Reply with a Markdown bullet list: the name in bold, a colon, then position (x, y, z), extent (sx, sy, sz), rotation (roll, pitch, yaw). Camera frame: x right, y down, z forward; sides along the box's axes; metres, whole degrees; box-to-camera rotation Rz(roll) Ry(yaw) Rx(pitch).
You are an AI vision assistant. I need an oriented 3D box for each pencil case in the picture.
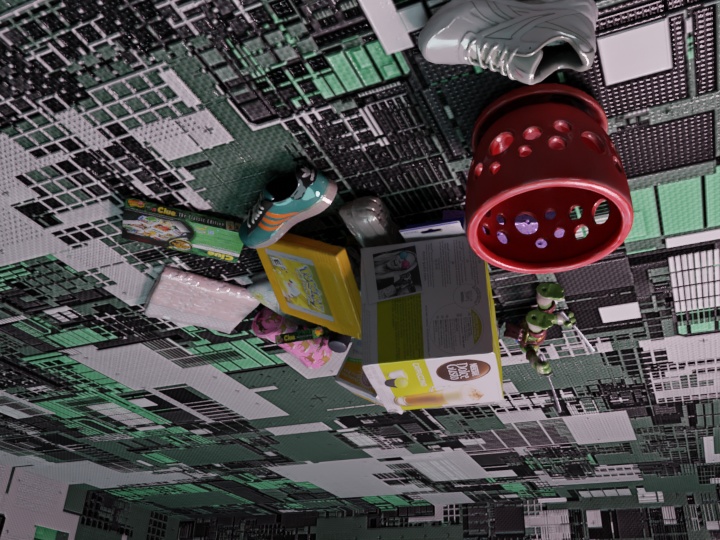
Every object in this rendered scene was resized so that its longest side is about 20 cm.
- **pencil case**: position (-0.140, 0.140, 1.471), extent (0.082, 0.087, 0.200), rotation (-31, 139, 16)

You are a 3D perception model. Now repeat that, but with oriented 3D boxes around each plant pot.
- **plant pot**: position (0.231, -0.122, 0.887), extent (0.198, 0.184, 0.201), rotation (2, 151, 1)

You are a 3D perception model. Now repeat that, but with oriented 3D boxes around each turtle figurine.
- **turtle figurine**: position (0.378, 0.126, 1.350), extent (0.143, 0.200, 0.194), rotation (-31, 146, -10)

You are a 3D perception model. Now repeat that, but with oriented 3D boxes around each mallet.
- **mallet**: position (-0.057, 0.074, 1.244), extent (0.041, 0.066, 0.201), rotation (0, 145, 19)

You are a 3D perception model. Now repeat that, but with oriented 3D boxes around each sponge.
- **sponge**: position (0.229, -0.057, 1.154), extent (0.198, 0.030, 0.112), rotation (1, 149, 4)

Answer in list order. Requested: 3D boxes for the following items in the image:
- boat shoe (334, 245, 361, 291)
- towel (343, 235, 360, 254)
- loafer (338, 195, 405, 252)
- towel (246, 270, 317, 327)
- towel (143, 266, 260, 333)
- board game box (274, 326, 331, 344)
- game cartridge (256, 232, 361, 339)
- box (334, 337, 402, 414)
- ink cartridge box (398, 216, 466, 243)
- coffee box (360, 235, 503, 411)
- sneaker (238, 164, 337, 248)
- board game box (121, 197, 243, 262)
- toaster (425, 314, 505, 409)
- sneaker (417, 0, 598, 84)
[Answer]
- **boat shoe**: position (0.003, 0.006, 1.208), extent (0.064, 0.075, 0.202), rotation (-24, 144, 19)
- **towel**: position (0.000, 0.000, 1.282), extent (0.085, 0.018, 0.200), rotation (8, 150, -8)
- **loafer**: position (0.031, -0.050, 1.150), extent (0.069, 0.070, 0.200), rotation (-7, 141, 26)
- **towel**: position (-0.092, 0.046, 1.314), extent (0.199, 0.048, 0.171), rotation (-17, 141, 37)
- **towel**: position (-0.322, 0.065, 1.406), extent (0.199, 0.032, 0.191), rotation (16, 147, -23)
- **board game box**: position (-0.065, 0.120, 1.389), extent (0.104, 0.024, 0.199), rotation (-16, 174, 36)
- **game cartridge**: position (-0.082, 0.021, 1.162), extent (0.199, 0.032, 0.177), rotation (16, 136, 41)
- **box**: position (0.057, 0.153, 1.330), extent (0.112, 0.201, 0.101), rotation (17, 164, 40)
- **ink cartridge box**: position (0.136, -0.034, 1.135), extent (0.099, 0.040, 0.200), rotation (-7, 150, 18)
- **coffee box**: position (0.115, 0.088, 1.105), extent (0.196, 0.201, 0.200), rotation (-7, 149, 11)
- **sneaker**: position (-0.131, -0.103, 1.071), extent (0.199, 0.072, 0.080), rotation (-29, 135, 33)
- **board game box**: position (-0.295, -0.065, 1.172), extent (0.198, 0.024, 0.105), rotation (13, 147, -16)
- **toaster**: position (0.181, 0.169, 1.405), extent (0.180, 0.201, 0.118), rotation (-12, 145, 38)
- **sneaker**: position (0.161, -0.247, 0.761), extent (0.198, 0.100, 0.078), rotation (-4, 149, 11)
